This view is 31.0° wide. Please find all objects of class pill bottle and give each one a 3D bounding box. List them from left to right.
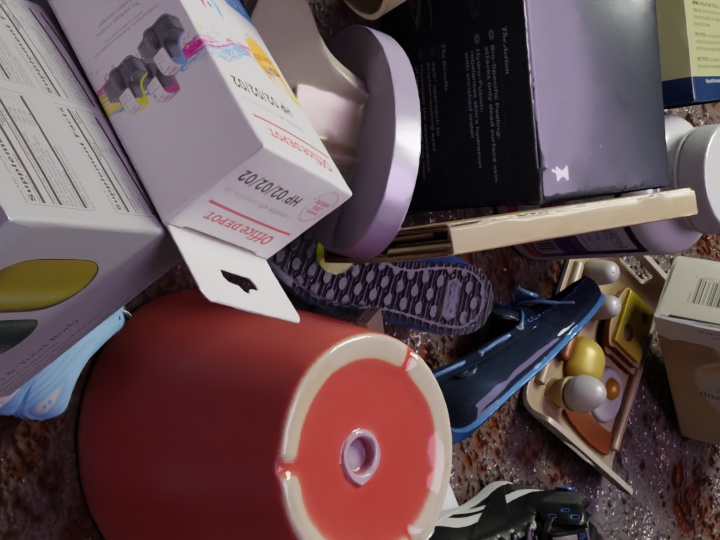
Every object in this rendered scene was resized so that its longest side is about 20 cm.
[{"bbox_3d":[0.217,-0.067,1.057,0.110,0.198,0.113,2,87,-43],"label":"pill bottle"}]

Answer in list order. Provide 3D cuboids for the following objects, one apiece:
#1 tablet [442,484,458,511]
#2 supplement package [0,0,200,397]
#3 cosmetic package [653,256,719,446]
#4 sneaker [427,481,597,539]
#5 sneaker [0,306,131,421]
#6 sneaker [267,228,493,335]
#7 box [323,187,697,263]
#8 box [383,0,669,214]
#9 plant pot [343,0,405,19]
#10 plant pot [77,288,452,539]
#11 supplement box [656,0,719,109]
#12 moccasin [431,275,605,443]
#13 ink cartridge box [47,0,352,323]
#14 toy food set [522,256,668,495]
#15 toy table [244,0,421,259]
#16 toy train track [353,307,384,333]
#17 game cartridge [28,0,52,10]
[{"bbox_3d":[0.038,0.220,1.005,0.130,0.014,0.202,-37,112,-38],"label":"tablet"},{"bbox_3d":[-0.202,-0.035,0.610,0.152,0.151,0.200,56,12,10],"label":"supplement package"},{"bbox_3d":[0.338,0.082,1.189,0.072,0.104,0.201,-61,144,-28],"label":"cosmetic package"},{"bbox_3d":[0.115,0.212,0.984,0.199,0.111,0.074,-29,109,-54],"label":"sneaker"},{"bbox_3d":[-0.176,-0.002,0.787,0.090,0.077,0.202,47,60,-53],"label":"sneaker"},{"bbox_3d":[0.000,0.000,0.955,0.198,0.078,0.067,18,90,-23],"label":"sneaker"},{"bbox_3d":[0.097,-0.028,0.869,0.197,0.163,0.022,-10,92,-29],"label":"box"},{"bbox_3d":[0.114,-0.148,0.950,0.116,0.199,0.200,-7,94,-26],"label":"box"},{"bbox_3d":[0.060,-0.279,0.785,0.198,0.187,0.190,-25,107,-12],"label":"plant pot"},{"bbox_3d":[-0.052,0.110,0.813,0.198,0.176,0.204,2,87,-42],"label":"plant pot"},{"bbox_3d":[0.229,-0.234,1.087,0.199,0.132,0.203,-16,100,-61],"label":"supplement box"},{"bbox_3d":[0.122,0.054,1.043,0.068,0.081,0.199,47,54,8],"label":"moccasin"},{"bbox_3d":[-0.076,-0.078,0.682,0.202,0.067,0.115,60,15,19],"label":"ink cartridge box"},{"bbox_3d":[0.227,0.077,1.156,0.143,0.060,0.202,39,63,-35],"label":"toy food set"},{"bbox_3d":[-0.045,-0.097,0.839,0.116,0.200,0.186,15,111,-25],"label":"toy table"},{"bbox_3d":[0.010,0.121,0.937,0.115,0.032,0.203,-46,134,-53],"label":"toy train track"},{"bbox_3d":[-0.171,-0.167,0.771,0.199,0.038,0.131,33,39,-38],"label":"game cartridge"}]
